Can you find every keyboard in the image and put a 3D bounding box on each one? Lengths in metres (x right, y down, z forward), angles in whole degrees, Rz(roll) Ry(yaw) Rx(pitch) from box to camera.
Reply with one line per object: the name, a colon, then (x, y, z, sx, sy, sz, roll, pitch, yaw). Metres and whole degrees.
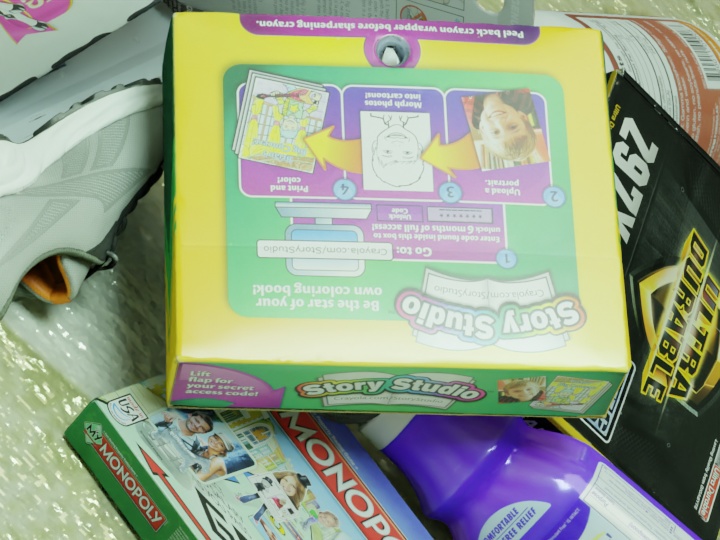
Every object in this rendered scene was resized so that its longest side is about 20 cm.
keyboard: (-0.148, -0.094, 1.405, 0.056, 0.011, 0.200, 44, 39, 12)

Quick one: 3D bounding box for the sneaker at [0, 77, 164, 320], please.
sneaker: (-0.133, -0.029, 1.318, 0.200, 0.074, 0.079, -30, 85, -49)

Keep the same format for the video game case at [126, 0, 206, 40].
video game case: (-0.054, -0.139, 1.560, 0.200, 0.019, 0.143, 25, 38, -26)

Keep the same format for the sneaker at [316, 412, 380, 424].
sneaker: (0.000, 0.000, 1.386, 0.075, 0.115, 0.201, 9, 59, -4)

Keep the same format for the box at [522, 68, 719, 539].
box: (0.136, 0.024, 1.453, 0.160, 0.049, 0.200, 41, 52, -26)

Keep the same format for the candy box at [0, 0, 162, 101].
candy box: (-0.140, -0.179, 1.286, 0.168, 0.200, 0.072, 44, 19, -54)

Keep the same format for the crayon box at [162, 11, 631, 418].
crayon box: (0.013, -0.025, 1.300, 0.200, 0.058, 0.173, 2, 65, -8)

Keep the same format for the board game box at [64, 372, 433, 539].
board game box: (-0.025, 0.126, 1.282, 0.200, 0.029, 0.134, 52, 35, 14)

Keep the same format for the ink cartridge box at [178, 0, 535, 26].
ink cartridge box: (0.002, -0.179, 1.392, 0.200, 0.161, 0.050, 17, 41, 20)

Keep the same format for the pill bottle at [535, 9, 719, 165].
pill bottle: (0.114, -0.084, 1.577, 0.200, 0.112, 0.112, -3, 54, -51)

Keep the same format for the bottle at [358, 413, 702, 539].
bottle: (0.089, 0.120, 1.354, 0.200, 0.084, 0.065, 41, 25, -4)
